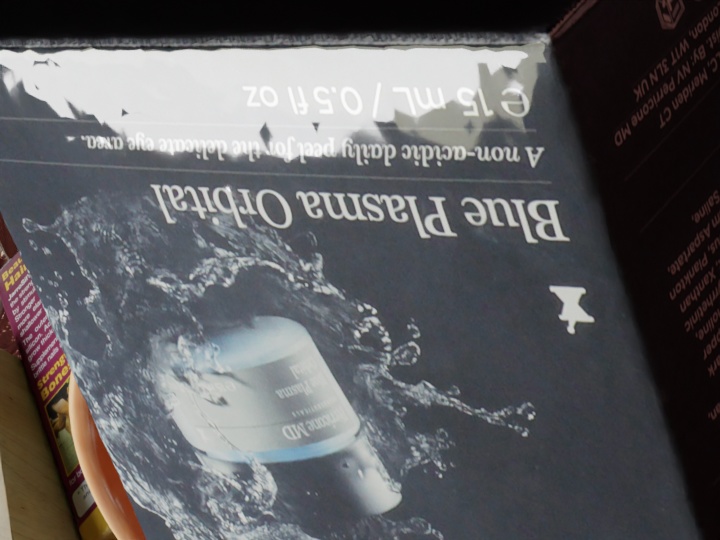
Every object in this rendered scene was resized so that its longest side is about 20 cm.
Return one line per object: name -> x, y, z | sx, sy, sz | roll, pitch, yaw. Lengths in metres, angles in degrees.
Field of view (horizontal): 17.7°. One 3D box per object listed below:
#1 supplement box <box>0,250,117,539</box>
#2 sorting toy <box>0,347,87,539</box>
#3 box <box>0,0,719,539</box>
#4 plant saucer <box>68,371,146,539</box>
supplement box -> -0.086, 0.040, 1.145 | 0.103, 0.131, 0.200 | 21, -149, -40
sorting toy -> -0.121, 0.161, 1.144 | 0.200, 0.070, 0.199 | 33, -158, -33
box -> 0.023, -0.002, 0.603 | 0.196, 0.117, 0.201 | 4, 126, 39
plant saucer -> -0.010, 0.070, 0.825 | 0.199, 0.037, 0.201 | 15, 130, 19
